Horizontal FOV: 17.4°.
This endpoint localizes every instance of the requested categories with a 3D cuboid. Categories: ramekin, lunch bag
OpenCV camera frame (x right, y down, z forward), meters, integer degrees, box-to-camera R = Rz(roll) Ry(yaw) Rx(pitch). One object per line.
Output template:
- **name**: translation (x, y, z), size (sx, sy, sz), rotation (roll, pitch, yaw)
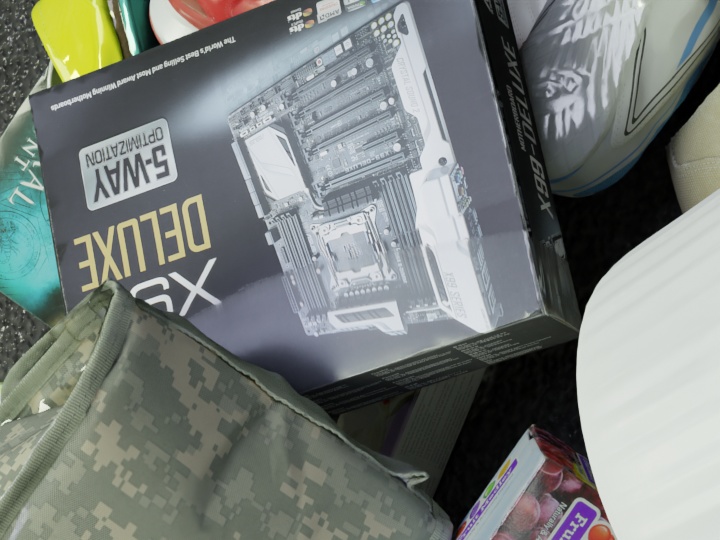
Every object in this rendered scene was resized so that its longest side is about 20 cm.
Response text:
- **ramekin**: translation (0.164, 0.057, 0.811), size (0.097, 0.200, 0.202), rotation (-31, 57, 33)
- **lunch bag**: translation (-0.081, 0.121, 0.871), size (0.201, 0.164, 0.118), rotation (-54, 18, 0)

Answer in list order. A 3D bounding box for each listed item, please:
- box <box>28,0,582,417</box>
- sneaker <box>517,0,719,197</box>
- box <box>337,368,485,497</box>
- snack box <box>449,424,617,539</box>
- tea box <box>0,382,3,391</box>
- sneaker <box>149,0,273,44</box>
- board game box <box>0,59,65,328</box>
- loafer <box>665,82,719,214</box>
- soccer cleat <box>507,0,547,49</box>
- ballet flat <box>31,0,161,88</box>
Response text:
- **box**: translation (-0.025, -0.023, 0.927), size (0.199, 0.050, 0.159), rotation (-18, 72, 21)
- **sneaker**: translation (0.122, -0.120, 0.938), size (0.072, 0.072, 0.201), rotation (38, 102, 22)
- **box**: translation (0.015, 0.071, 1.019), size (0.039, 0.041, 0.201), rotation (20, 88, 42)
- **snack box**: translation (0.066, 0.181, 0.878), size (0.201, 0.142, 0.053), rotation (-55, 9, 8)
- **tea box**: translation (-0.145, 0.161, 1.050), size (0.195, 0.133, 0.202), rotation (-3, 72, 36)
- **sneaker**: translation (0.014, -0.108, 0.980), size (0.116, 0.198, 0.079), rotation (113, 173, -52)
- **board game box**: translation (-0.087, -0.056, 1.077), size (0.135, 0.028, 0.201), rotation (35, 102, -1)
- **loafer**: translation (0.186, -0.092, 0.922), size (0.200, 0.075, 0.068), rotation (-52, 56, 12)
- **soccer cleat**: translation (0.091, -0.193, 1.032), size (0.069, 0.077, 0.202), rotation (14, 83, 40)
- **ballet flat**: translation (-0.098, -0.037, 1.038), size (0.067, 0.067, 0.202), rotation (-15, 92, 22)
